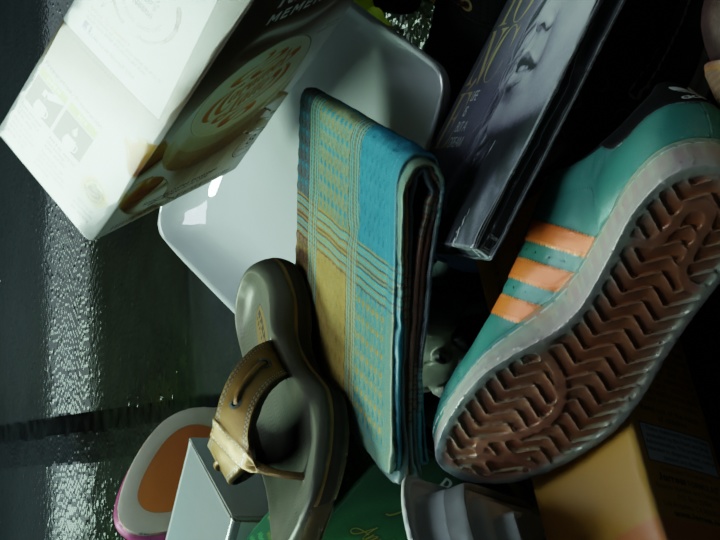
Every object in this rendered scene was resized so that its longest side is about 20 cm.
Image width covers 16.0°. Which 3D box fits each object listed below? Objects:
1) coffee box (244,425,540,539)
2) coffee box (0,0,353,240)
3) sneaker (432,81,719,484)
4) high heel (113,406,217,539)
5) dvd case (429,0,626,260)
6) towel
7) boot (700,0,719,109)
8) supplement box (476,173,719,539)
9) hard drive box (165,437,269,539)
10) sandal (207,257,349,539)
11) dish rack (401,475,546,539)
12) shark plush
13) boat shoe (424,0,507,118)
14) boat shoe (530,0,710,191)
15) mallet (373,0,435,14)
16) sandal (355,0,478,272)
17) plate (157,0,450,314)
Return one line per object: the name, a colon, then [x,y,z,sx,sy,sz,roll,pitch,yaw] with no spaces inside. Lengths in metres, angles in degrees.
coffee box: [-0.009,0.166,1.265,0.200,0.123,0.044,-51,34,13]
coffee box: [-0.079,-0.117,1.242,0.080,0.114,0.200,49,136,10]
sneaker: [0.097,0.007,1.096,0.200,0.071,0.080,-51,27,29]
high heel: [-0.071,0.106,1.416,0.067,0.200,0.096,37,139,10]
dvd case: [0.078,-0.098,1.140,0.201,0.016,0.149,-62,13,-5]
towel: [0.000,0.000,1.192,0.200,0.022,0.148,-138,49,-71]
boot: [0.189,-0.133,1.007,0.200,0.072,0.168,149,117,-64]
supplement box: [0.110,0.058,1.154,0.066,0.069,0.201,-34,57,35]
hard drive box: [-0.029,0.192,1.347,0.077,0.155,0.201,-126,45,-53]
sandal: [-0.047,0.063,1.212,0.201,0.054,0.082,-104,27,-48]
dish rack: [0.078,0.173,1.133,0.200,0.043,0.173,33,-141,-73]
shark plush: [0.030,0.014,1.342,0.084,0.091,0.200,-61,13,-17]
boat shoe: [0.061,-0.154,1.253,0.074,0.063,0.203,37,114,49]
boat shoe: [0.107,-0.083,1.184,0.200,0.064,0.072,123,142,-46]
mallet: [0.050,-0.124,1.344,0.200,0.041,0.066,60,141,41]
sandal: [0.029,-0.069,1.354,0.200,0.079,0.087,55,179,37]
plate: [-0.027,-0.058,1.316,0.200,0.032,0.201,43,127,42]
